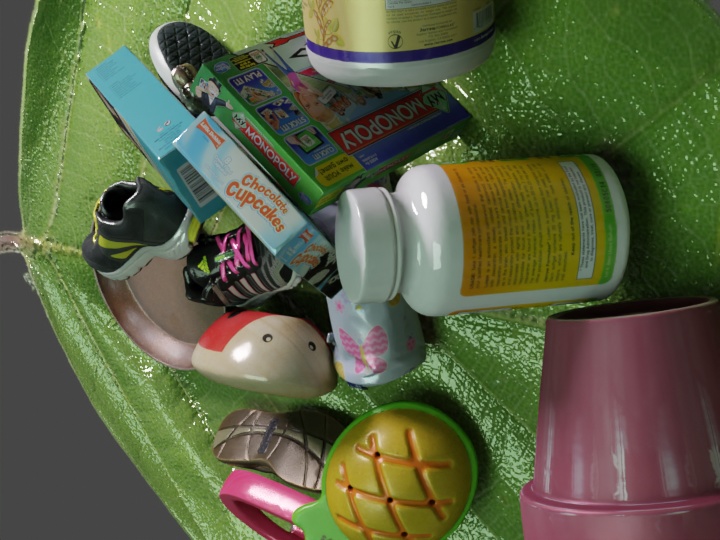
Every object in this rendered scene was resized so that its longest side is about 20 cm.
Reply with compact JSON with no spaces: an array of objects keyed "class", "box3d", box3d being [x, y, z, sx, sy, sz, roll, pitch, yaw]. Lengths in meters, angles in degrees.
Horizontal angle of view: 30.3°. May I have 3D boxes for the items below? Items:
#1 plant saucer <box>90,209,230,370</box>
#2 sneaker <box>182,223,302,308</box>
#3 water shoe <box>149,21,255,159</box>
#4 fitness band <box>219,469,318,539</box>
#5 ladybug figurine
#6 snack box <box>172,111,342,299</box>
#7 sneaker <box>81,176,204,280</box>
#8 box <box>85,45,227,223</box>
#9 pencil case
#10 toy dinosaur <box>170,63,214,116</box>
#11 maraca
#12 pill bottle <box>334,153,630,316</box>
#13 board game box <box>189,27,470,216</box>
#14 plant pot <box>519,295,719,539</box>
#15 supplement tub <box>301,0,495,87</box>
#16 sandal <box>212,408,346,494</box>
[{"class":"plant saucer","box3d":[-0.204,0.007,1.394,0.199,0.034,0.202,22,126,33]},{"class":"sneaker","box3d":[-0.112,-0.009,1.228,0.200,0.087,0.074,142,120,-62]},{"class":"water shoe","box3d":[-0.131,-0.138,1.222,0.200,0.071,0.079,50,144,12]},{"class":"fitness band","box3d":[-0.054,0.260,1.351,0.199,0.038,0.144,15,153,34]},{"class":"ladybug figurine","box3d":[-0.090,0.076,1.262,0.200,0.135,0.073,-178,97,-69]},{"class":"snack box","box3d":[-0.068,-0.045,1.029,0.037,0.200,0.116,-44,76,1]},{"class":"sneaker","box3d":[-0.222,-0.049,1.276,0.084,0.075,0.199,36,150,-27]},{"class":"box","box3d":[-0.181,-0.127,1.213,0.200,0.049,0.083,45,168,49]},{"class":"pencil case","box3d":[0.000,0.000,1.171,0.090,0.083,0.201,11,120,46]},{"class":"toy dinosaur","box3d":[-0.061,-0.141,1.141,0.199,0.088,0.048,24,152,12]},{"class":"maraca","box3d":[0.023,0.209,1.227,0.137,0.107,0.200,39,106,5]},{"class":"pill bottle","box3d":[0.086,-0.025,0.980,0.111,0.198,0.112,175,90,-74]},{"class":"board game box","box3d":[-0.018,-0.129,1.030,0.135,0.200,0.029,46,132,12]},{"class":"plant pot","box3d":[0.210,0.116,0.984,0.199,0.199,0.181,-6,93,43]},{"class":"supplement tub","box3d":[0.023,-0.248,0.967,0.145,0.145,0.201,14,122,36]},{"class":"sandal","box3d":[-0.070,0.185,1.349,0.199,0.081,0.054,3,148,44]}]
